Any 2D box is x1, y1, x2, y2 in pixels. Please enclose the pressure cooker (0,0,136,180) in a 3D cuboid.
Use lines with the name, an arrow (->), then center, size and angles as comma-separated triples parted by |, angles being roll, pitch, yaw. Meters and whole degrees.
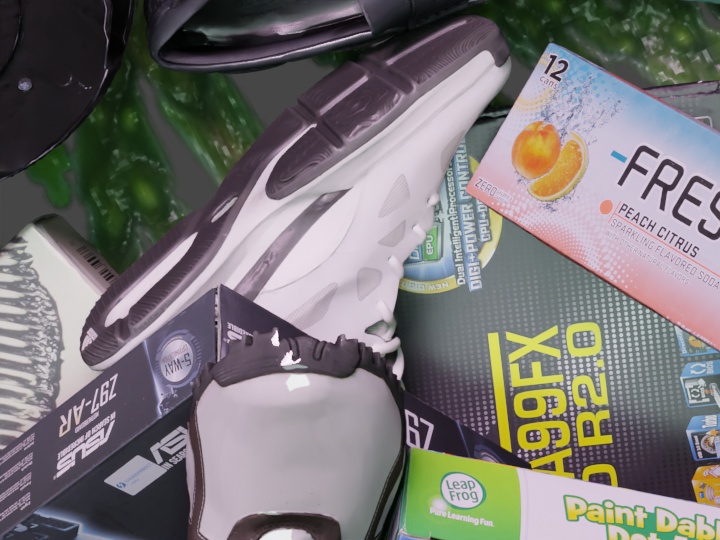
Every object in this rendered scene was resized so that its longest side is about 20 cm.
pressure cooker -> -0.174, -0.143, 1.015 | 0.176, 0.200, 0.179 | -6, 127, -3

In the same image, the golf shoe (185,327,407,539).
golf shoe -> -0.025, 0.105, 0.920 | 0.078, 0.095, 0.200 | 3, 137, -5

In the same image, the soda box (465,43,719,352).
soda box -> 0.133, -0.008, 0.971 | 0.200, 0.064, 0.068 | 34, 96, 40

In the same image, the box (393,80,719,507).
box -> 0.076, 0.032, 1.084 | 0.160, 0.044, 0.200 | -6, 94, 3

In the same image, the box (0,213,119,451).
box -> -0.170, 0.073, 1.088 | 0.082, 0.068, 0.200 | 45, 94, -2

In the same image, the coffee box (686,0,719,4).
coffee box -> 0.059, -0.171, 1.045 | 0.200, 0.044, 0.123 | 5, 128, 3

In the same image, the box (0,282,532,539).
box -> -0.058, 0.103, 1.018 | 0.160, 0.044, 0.200 | 32, 128, -32

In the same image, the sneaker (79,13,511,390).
sneaker -> 0.000, 0.000, 1.042 | 0.200, 0.076, 0.115 | -42, 112, -1

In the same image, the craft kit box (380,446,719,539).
craft kit box -> 0.090, 0.158, 1.007 | 0.197, 0.049, 0.200 | 14, 137, -5

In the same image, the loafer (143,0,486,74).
loafer -> 0.012, -0.116, 1.020 | 0.200, 0.070, 0.068 | -14, 125, 18
